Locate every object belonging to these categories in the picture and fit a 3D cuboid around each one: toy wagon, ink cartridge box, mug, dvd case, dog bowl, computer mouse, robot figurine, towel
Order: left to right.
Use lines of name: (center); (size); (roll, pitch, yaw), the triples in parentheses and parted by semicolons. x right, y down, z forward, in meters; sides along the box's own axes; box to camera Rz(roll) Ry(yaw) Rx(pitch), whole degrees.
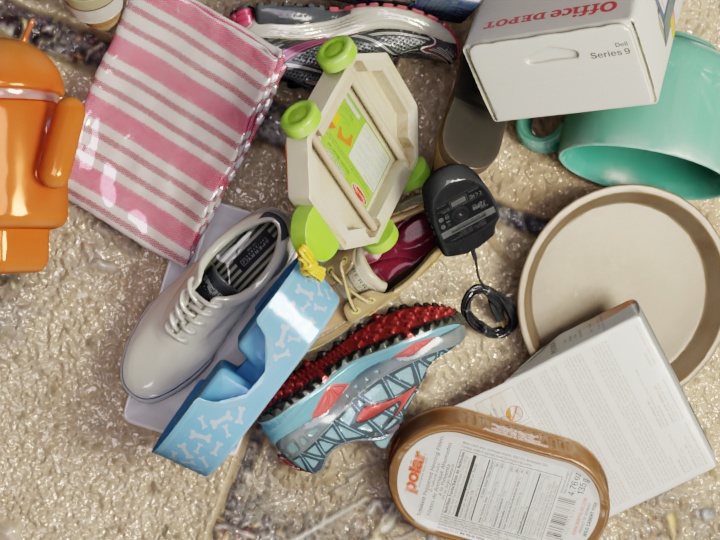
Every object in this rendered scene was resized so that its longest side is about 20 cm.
robot figurine: (-0.292, -0.099, 1.135); (0.115, 0.143, 0.203); (-2, 90, -25)
towel: (-0.163, -0.122, 1.165); (0.145, 0.030, 0.202); (29, 100, 8)
dog bowl: (-0.089, 0.079, 1.134); (0.049, 0.111, 0.201); (37, 89, -6)
toy wagon: (-0.013, -0.081, 1.132); (0.156, 0.039, 0.201); (54, 53, -41)
dvd case: (-0.003, -0.237, 1.161); (0.197, 0.143, 0.018); (10, 93, -3)
computer mouse: (0.095, -0.016, 1.200); (0.058, 0.034, 0.201); (-25, 131, -5)
ink cartridge box: (0.191, 0.142, 1.243); (0.198, 0.050, 0.163); (-26, 104, 14)
ink cartridge box: (0.182, -0.224, 1.155); (0.088, 0.144, 0.201); (61, 37, -37)
mug: (0.240, -0.142, 1.208); (0.183, 0.152, 0.116); (15, 81, -8)

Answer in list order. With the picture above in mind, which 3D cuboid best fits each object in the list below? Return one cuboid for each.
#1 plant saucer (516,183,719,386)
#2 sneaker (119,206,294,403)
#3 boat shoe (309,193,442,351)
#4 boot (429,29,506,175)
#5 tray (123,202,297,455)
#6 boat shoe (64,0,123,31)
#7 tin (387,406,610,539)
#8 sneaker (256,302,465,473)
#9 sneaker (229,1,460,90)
plant saucer: (0.232, 0.022, 1.253); (0.197, 0.029, 0.203); (-2, 101, -8)
sneaker: (-0.131, 0.024, 1.157); (0.073, 0.071, 0.201); (39, 89, 7)
boat shoe: (0.000, 0.000, 1.209); (0.199, 0.066, 0.074); (-40, 96, -7)
boot: (0.107, -0.155, 1.229); (0.073, 0.076, 0.201); (28, 63, -3)
tray: (-0.124, 0.046, 1.202); (0.106, 0.022, 0.203); (16, 87, 6)
boat shoe: (-0.241, -0.292, 1.169); (0.074, 0.069, 0.202); (-12, 71, -4)
tin: (0.120, 0.187, 1.219); (0.197, 0.042, 0.113); (15, 105, -1)
sneaker: (0.010, 0.102, 1.218); (0.198, 0.079, 0.096); (-30, 112, -4)
sneaker: (-0.013, -0.185, 1.203); (0.197, 0.081, 0.076); (-2, 90, -5)
